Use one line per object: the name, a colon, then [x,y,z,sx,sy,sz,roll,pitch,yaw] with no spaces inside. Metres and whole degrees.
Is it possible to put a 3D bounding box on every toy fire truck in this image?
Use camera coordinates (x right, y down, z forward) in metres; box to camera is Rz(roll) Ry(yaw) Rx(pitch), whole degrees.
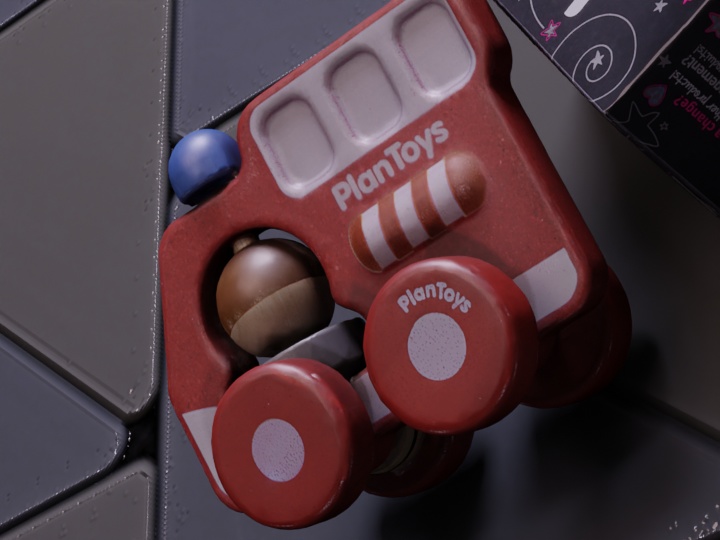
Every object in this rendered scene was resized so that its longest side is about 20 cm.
toy fire truck: [0.000,0.000,1.012,0.199,0.112,0.169,-32,78,28]

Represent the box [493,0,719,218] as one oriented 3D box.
box: [0.123,-0.114,0.996,0.115,0.132,0.200,-48,38,9]
